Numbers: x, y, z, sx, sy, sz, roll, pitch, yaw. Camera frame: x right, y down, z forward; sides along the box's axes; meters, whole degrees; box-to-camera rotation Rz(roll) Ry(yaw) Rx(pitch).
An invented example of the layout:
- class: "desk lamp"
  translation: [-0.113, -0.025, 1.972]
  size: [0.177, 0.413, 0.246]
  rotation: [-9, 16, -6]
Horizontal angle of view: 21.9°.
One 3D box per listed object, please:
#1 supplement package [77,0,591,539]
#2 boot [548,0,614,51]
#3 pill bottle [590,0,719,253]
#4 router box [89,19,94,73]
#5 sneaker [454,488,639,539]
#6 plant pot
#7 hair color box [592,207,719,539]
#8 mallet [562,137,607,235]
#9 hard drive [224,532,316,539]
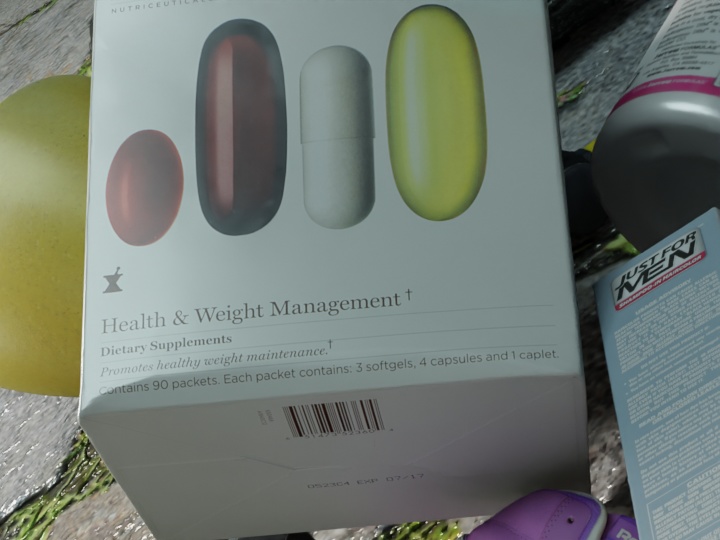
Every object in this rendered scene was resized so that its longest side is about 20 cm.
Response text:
- class: "supplement package"
  translation: [-0.008, -0.010, 0.776]
  size: [0.190, 0.147, 0.201]
  rotation: [-5, 62, 4]
- class: "boot"
  translation: [0.102, -0.199, 1.183]
  size: [0.158, 0.079, 0.211]
  rotation: [-36, 25, 11]
- class: "pill bottle"
  translation: [0.192, -0.096, 0.832]
  size: [0.113, 0.113, 0.200]
  rotation: [-10, 38, 49]
- class: "router box"
  translation: [-0.065, -0.086, 1.094]
  size: [0.062, 0.200, 0.150]
  rotation: [-49, 22, 11]
- class: "sneaker"
  translation: [0.071, 0.139, 0.673]
  size: [0.114, 0.073, 0.201]
  rotation: [-38, 24, 0]
- class: "plant pot"
  translation: [-0.136, -0.007, 1.119]
  size: [0.141, 0.200, 0.200]
  rotation: [15, 56, 33]
- class: "hair color box"
  translation: [0.140, 0.074, 0.640]
  size: [0.060, 0.099, 0.200]
  rotation: [-33, 25, 19]
- class: "mallet"
  translation: [0.162, -0.090, 0.967]
  size: [0.200, 0.041, 0.066]
  rotation: [-38, 23, -2]
- class: "hard drive"
  translation: [-0.113, 0.200, 0.885]
  size: [0.199, 0.038, 0.140]
  rotation: [-22, 31, 36]
